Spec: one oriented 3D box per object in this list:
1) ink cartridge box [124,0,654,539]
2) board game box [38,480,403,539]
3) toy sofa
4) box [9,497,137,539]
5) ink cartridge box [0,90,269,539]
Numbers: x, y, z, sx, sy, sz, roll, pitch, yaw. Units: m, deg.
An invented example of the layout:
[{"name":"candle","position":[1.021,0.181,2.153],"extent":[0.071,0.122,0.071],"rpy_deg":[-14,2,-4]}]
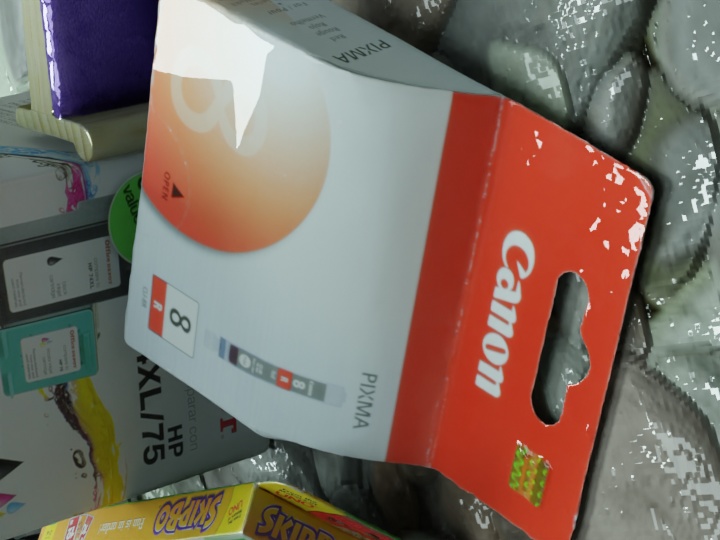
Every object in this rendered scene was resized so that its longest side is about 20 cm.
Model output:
[{"name":"ink cartridge box","position":[0.000,0.000,0.797],"extent":[0.200,0.050,0.163],"rpy_deg":[34,128,34]},{"name":"board game box","position":[-0.048,0.119,0.900],"extent":[0.200,0.095,0.030],"rpy_deg":[-20,48,54]},{"name":"toy sofa","position":[-0.086,-0.148,0.858],"extent":[0.097,0.082,0.201],"rpy_deg":[19,117,51]},{"name":"box","position":[-0.177,0.086,1.046],"extent":[0.060,0.116,0.201],"rpy_deg":[-24,84,57]},{"name":"ink cartridge box","position":[-0.161,0.017,0.921],"extent":[0.146,0.199,0.148],"rpy_deg":[16,115,49]}]
